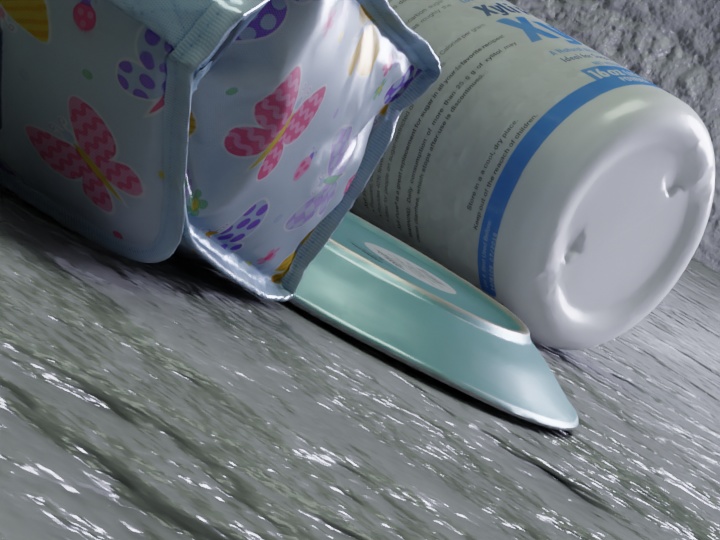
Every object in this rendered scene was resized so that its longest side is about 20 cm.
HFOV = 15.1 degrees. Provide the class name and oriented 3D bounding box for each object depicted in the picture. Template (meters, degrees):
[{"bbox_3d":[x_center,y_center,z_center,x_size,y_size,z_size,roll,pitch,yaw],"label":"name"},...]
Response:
[{"bbox_3d":[0.059,-0.061,1.304,0.200,0.132,0.132,35,8,38],"label":"supplement tub"},{"bbox_3d":[-0.087,-0.084,0.853,0.169,0.127,0.200,33,-3,15],"label":"lunch bag"},{"bbox_3d":[0.000,0.000,1.029,0.200,0.026,0.200,28,6,-3],"label":"plate"}]
